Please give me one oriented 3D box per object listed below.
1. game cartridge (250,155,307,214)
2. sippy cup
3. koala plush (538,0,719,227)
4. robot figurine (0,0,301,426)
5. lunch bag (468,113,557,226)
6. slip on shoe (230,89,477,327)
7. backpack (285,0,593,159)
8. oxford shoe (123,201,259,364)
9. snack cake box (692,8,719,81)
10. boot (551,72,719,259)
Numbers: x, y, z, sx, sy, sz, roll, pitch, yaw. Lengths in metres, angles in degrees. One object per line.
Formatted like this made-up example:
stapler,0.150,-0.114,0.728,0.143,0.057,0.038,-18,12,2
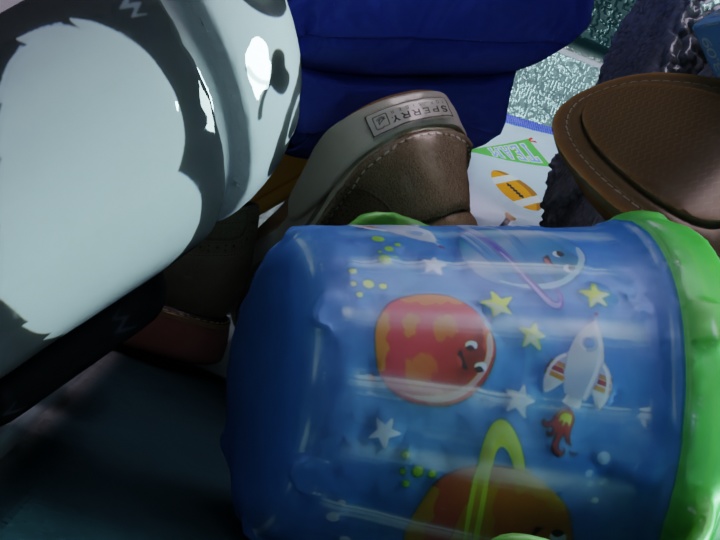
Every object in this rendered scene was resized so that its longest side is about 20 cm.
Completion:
game cartridge,0.009,-0.084,1.199,0.032,0.176,0.200,55,37,-9
sippy cup,0.030,0.042,0.763,0.130,0.140,0.178,9,-9,-18
koala plush,0.190,-0.010,0.989,0.200,0.184,0.177,38,-18,-20
robot figurine,-0.108,-0.038,0.712,0.125,0.200,0.150,51,-29,6
lunch bag,0.089,-0.001,1.145,0.170,0.124,0.200,18,1,-9
slip on shoe,0.000,0.000,0.976,0.076,0.061,0.200,-15,-18,-26
backpack,-0.021,-0.142,0.997,0.162,0.168,0.200,4,20,-34
oxford shoe,-0.135,-0.031,0.955,0.200,0.075,0.070,20,8,-13
snack cake box,0.205,-0.014,0.847,0.200,0.067,0.115,62,-18,-11
boot,0.142,0.030,0.855,0.200,0.074,0.155,42,-25,41
